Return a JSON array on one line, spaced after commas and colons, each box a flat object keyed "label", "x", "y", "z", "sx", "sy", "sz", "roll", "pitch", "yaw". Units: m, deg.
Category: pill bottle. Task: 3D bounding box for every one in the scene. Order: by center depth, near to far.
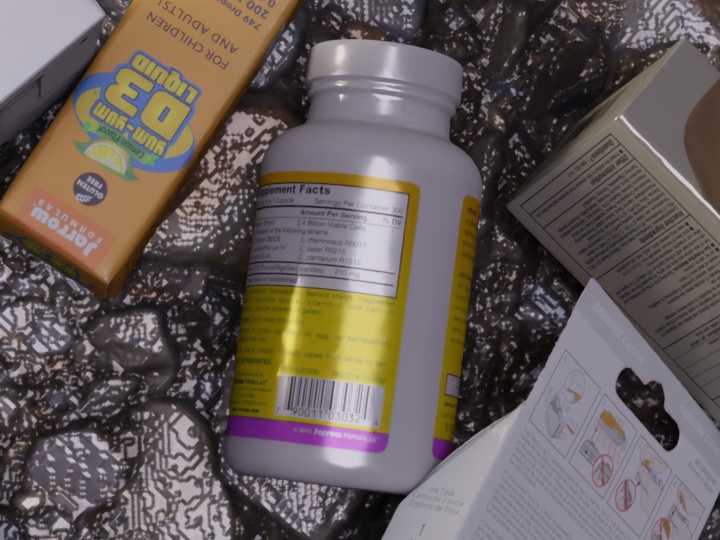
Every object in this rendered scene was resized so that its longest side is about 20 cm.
[{"label": "pill bottle", "x": 0.000, "y": 0.000, "z": 0.878, "sx": 0.104, "sy": 0.104, "sz": 0.200, "roll": 9, "pitch": 83, "yaw": -9}]

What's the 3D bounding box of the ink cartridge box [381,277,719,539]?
[{"label": "ink cartridge box", "x": 0.085, "y": 0.128, "z": 0.875, "sx": 0.163, "sy": 0.057, "sz": 0.200, "roll": 47, "pitch": 59, "yaw": -39}]

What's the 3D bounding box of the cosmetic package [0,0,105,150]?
[{"label": "cosmetic package", "x": -0.203, "y": -0.051, "z": 0.824, "sx": 0.200, "sy": 0.151, "sz": 0.052, "roll": -42, "pitch": 92, "yaw": -10}]

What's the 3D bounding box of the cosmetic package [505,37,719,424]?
[{"label": "cosmetic package", "x": 0.178, "y": 0.000, "z": 0.902, "sx": 0.200, "sy": 0.105, "sz": 0.071, "roll": 46, "pitch": 54, "yaw": -5}]

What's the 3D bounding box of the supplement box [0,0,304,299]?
[{"label": "supplement box", "x": -0.090, "y": -0.087, "z": 0.890, "sx": 0.067, "sy": 0.069, "sz": 0.200, "roll": 32, "pitch": 82, "yaw": -5}]
